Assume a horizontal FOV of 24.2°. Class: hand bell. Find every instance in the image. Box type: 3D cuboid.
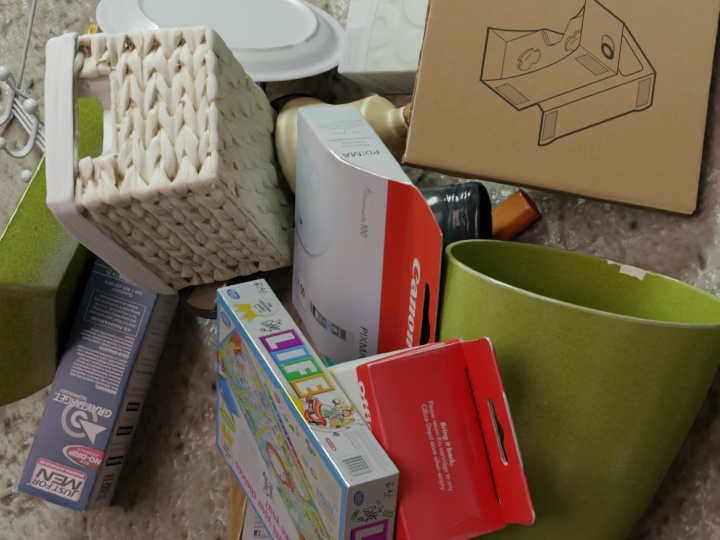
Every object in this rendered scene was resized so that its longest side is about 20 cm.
[{"bbox_3d":[0.046,-0.112,1.209,0.200,0.104,0.104,-22,64,35],"label":"hand bell"}]

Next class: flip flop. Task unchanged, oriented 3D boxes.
[{"bbox_3d":[-0.077,-0.047,1.323,0.081,0.058,0.200,12,67,25],"label":"flip flop"}]

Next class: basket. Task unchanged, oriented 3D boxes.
[{"bbox_3d":[-0.130,-0.078,1.198,0.123,0.200,0.136,-8,70,11],"label":"basket"}]

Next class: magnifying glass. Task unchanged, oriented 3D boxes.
[{"bbox_3d":[0.049,0.011,1.233,0.200,0.022,0.080,-39,60,18],"label":"magnifying glass"}]

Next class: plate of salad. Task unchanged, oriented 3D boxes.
[{"bbox_3d":[-0.108,-0.182,1.314,0.200,0.200,0.048,37,129,37],"label":"plate of salad"}]

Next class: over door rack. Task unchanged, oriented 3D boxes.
[{"bbox_3d":[-0.279,-0.190,1.466,0.148,0.067,0.200,45,115,45],"label":"over door rack"}]

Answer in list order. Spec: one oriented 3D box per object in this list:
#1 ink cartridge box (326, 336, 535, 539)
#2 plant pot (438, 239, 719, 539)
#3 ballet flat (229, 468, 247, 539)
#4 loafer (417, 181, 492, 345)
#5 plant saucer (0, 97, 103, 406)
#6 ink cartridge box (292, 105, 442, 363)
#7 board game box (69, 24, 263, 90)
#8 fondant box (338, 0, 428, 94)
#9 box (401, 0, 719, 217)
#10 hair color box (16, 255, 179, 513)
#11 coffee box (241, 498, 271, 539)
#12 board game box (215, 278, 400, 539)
[{"bbox_3d":[0.024,0.108,1.025,0.200,0.067,0.116,160,96,-68],"label":"ink cartridge box"},{"bbox_3d":[0.126,0.101,1.073,0.187,0.187,0.200,21,105,38],"label":"plant pot"},{"bbox_3d":[-0.069,0.187,1.251,0.063,0.069,0.200,-31,53,57],"label":"ballet flat"},{"bbox_3d":[0.053,0.038,1.177,0.072,0.073,0.200,0,80,14],"label":"loafer"},{"bbox_3d":[-0.231,-0.010,1.299,0.048,0.200,0.200,19,58,2],"label":"plant saucer"},{"bbox_3d":[0.000,0.000,1.134,0.200,0.047,0.160,-119,29,-56],"label":"ink cartridge box"},{"bbox_3d":[-0.170,-0.145,1.434,0.200,0.026,0.200,-17,66,31],"label":"board game box"},{"bbox_3d":[0.089,-0.209,1.250,0.200,0.058,0.145,3,78,35],"label":"fondant box"},{"bbox_3d":[0.138,-0.132,1.137,0.200,0.021,0.164,10,80,-4],"label":"box"},{"bbox_3d":[-0.204,0.087,1.334,0.060,0.100,0.200,18,86,5],"label":"hair color box"},{"bbox_3d":[-0.020,0.190,1.171,0.080,0.113,0.200,-1,76,35],"label":"coffee box"},{"bbox_3d":[-0.039,0.116,1.045,0.200,0.034,0.135,-128,33,-46],"label":"board game box"}]
